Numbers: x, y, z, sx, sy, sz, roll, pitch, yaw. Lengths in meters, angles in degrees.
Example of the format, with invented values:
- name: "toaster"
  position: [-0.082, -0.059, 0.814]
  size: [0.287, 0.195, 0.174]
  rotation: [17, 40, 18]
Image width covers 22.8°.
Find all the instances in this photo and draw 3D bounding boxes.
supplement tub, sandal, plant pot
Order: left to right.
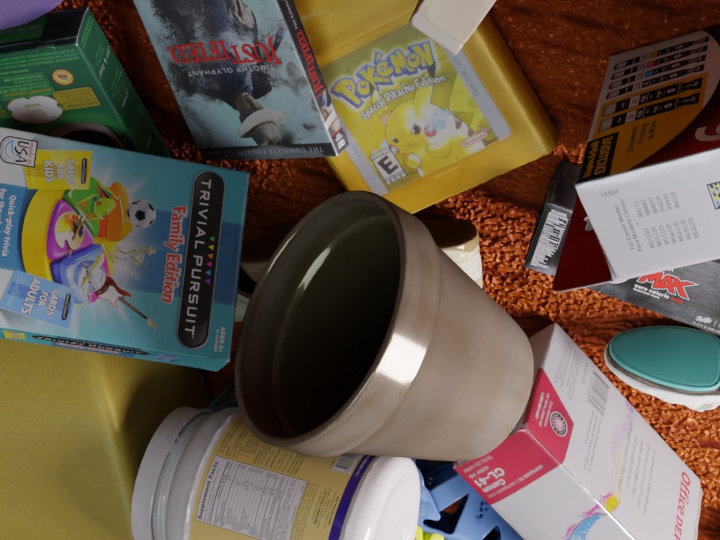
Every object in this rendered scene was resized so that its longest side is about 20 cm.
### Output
- name: "plant pot"
  position: [-0.250, 0.099, 1.514]
  size: [0.194, 0.194, 0.201]
  rotation: [1, 117, 16]
- name: "supplement tub"
  position: [-0.066, 0.191, 1.418]
  size: [0.199, 0.146, 0.146]
  rotation: [13, 125, 19]
- name: "plant pot"
  position: [0.030, 0.064, 1.350]
  size: [0.173, 0.201, 0.200]
  rotation: [26, 130, -33]
- name: "sandal"
  position: [0.090, 0.196, 1.489]
  size: [0.199, 0.080, 0.088]
  rotation: [11, 103, -5]

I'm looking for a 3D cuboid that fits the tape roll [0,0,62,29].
- name: "tape roll"
  position: [-0.290, -0.281, 1.309]
  size: [0.199, 0.085, 0.201]
  rotation: [1, 131, 1]

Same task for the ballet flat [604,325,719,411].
- name: "ballet flat"
  position: [0.295, 0.086, 1.422]
  size: [0.199, 0.070, 0.070]
  rotation: [0, 122, 15]

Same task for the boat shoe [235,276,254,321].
- name: "boat shoe"
  position: [-0.161, -0.008, 1.469]
  size: [0.199, 0.066, 0.074]
  rotation: [15, 151, -34]

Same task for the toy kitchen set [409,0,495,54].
- name: "toy kitchen set"
  position: [0.038, -0.287, 1.170]
  size: [0.199, 0.181, 0.163]
  rotation: [34, 116, -6]

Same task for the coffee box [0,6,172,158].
- name: "coffee box"
  position: [-0.232, -0.117, 1.415]
  size: [0.122, 0.044, 0.200]
  rotation: [-6, 140, 19]

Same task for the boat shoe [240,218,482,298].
- name: "boat shoe"
  position: [0.000, 0.000, 1.445]
  size: [0.199, 0.072, 0.065]
  rotation: [-3, 120, 11]

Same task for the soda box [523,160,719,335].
- name: "soda box"
  position: [0.231, -0.012, 1.367]
  size: [0.199, 0.071, 0.064]
  rotation: [20, 126, 3]

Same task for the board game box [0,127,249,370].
- name: "board game box"
  position: [-0.192, -0.015, 1.361]
  size: [0.199, 0.152, 0.047]
  rotation: [9, 165, -16]

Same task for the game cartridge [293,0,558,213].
- name: "game cartridge"
  position: [0.029, -0.144, 1.366]
  size: [0.176, 0.032, 0.200]
  rotation: [-23, 113, 28]

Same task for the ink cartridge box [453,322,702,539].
- name: "ink cartridge box"
  position: [0.181, 0.166, 1.450]
  size: [0.085, 0.148, 0.200]
  rotation: [-33, 107, 31]

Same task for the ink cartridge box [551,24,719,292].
- name: "ink cartridge box"
  position: [0.214, -0.084, 1.246]
  size: [0.175, 0.200, 0.084]
  rotation: [-14, 116, 23]

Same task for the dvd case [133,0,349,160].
- name: "dvd case"
  position: [-0.101, -0.175, 1.364]
  size: [0.145, 0.022, 0.201]
  rotation: [2, 126, 38]

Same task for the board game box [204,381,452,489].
- name: "board game box"
  position: [-0.024, 0.156, 1.536]
  size: [0.151, 0.047, 0.200]
  rotation: [-41, 105, 11]
